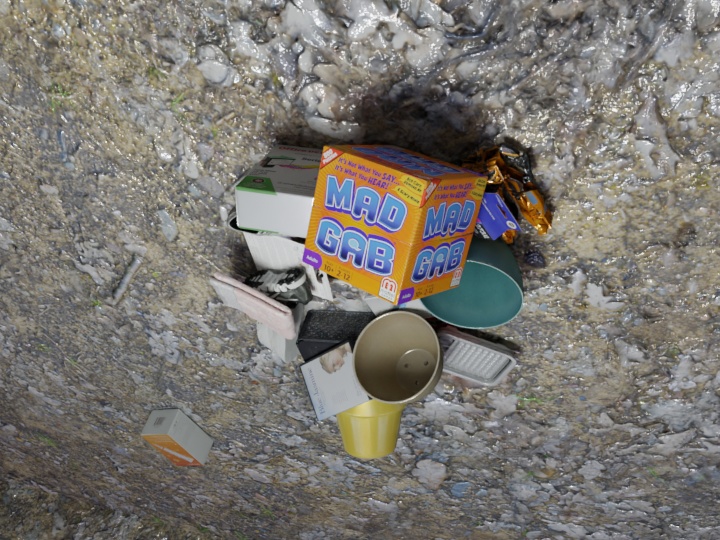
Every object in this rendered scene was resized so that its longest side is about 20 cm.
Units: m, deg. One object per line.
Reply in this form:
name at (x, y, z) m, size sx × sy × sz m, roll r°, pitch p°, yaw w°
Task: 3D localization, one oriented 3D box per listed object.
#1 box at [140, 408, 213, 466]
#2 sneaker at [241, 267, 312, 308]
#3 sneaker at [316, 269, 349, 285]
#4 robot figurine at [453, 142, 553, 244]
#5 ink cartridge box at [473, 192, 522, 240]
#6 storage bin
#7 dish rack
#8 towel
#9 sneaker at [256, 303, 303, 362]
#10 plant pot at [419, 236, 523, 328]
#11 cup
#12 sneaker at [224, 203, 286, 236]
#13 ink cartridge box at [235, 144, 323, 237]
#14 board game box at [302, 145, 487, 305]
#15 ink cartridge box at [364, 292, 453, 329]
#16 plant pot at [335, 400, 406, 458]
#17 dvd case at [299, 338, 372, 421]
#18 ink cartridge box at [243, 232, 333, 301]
box at (-0.600, 0.551, 2.364) m, size 0.124 × 0.098 × 0.200 m, roll -9°, pitch 134°, yaw 29°
sneaker at (-0.177, 0.047, 1.539) m, size 0.200 × 0.066 × 0.091 m, roll -4°, pitch 126°, yaw 42°
sneaker at (0.000, 0.000, 1.513) m, size 0.199 × 0.071 × 0.073 m, roll -5°, pitch 135°, yaw 26°
robot figurine at (0.251, -0.137, 1.265) m, size 0.145 × 0.058 × 0.200 m, roll -17°, pitch 130°, yaw 38°
ink cartridge box at (0.187, -0.102, 1.285) m, size 0.200 × 0.037 × 0.095 m, roll 11°, pitch 149°, yaw 52°
storage bin at (-0.038, 0.175, 1.714) m, size 0.199 × 0.094 × 0.135 m, roll 2°, pitch 138°, yaw 20°
dish rack at (0.246, 0.193, 1.655) m, size 0.200 × 0.044 × 0.172 m, roll 20°, pitch 146°, yaw -1°
towel at (-0.228, 0.080, 1.560) m, size 0.191 × 0.032 × 0.200 m, roll 27°, pitch 164°, yaw 6°
sneaker at (-0.201, 0.113, 1.719) m, size 0.115 × 0.074 × 0.200 m, roll 28°, pitch 123°, yaw 32°
plant pot at (0.216, -0.001, 1.376) m, size 0.200 × 0.135 × 0.200 m, roll 10°, pitch 141°, yaw 9°
cup at (0.102, 0.205, 1.575) m, size 0.200 × 0.201 × 0.143 m, roll -4°, pitch 158°, yaw 25°
sneaker at (-0.158, -0.087, 1.343) m, size 0.199 × 0.082 × 0.075 m, roll 0°, pitch 115°, yaw 16°
ink cartridge box at (-0.117, -0.146, 1.282) m, size 0.144 × 0.200 × 0.084 m, roll 9°, pitch 123°, yaw 12°
board game box at (0.057, -0.085, 1.187) m, size 0.200 × 0.200 × 0.200 m, roll 24°, pitch 111°, yaw 31°
ink cartridge box at (0.136, 0.089, 1.585) m, size 0.200 × 0.045 × 0.176 m, roll -12°, pitch 131°, yaw 32°
plant pot at (0.020, 0.345, 1.751) m, size 0.200 × 0.201 × 0.189 m, roll 3°, pitch 104°, yaw 18°
dvd case at (-0.059, 0.254, 1.654) m, size 0.018 × 0.143 × 0.200 m, roll -9°, pitch 164°, yaw -44°
ink cartridge box at (-0.145, -0.028, 1.520) m, size 0.200 × 0.050 × 0.161 m, roll 16°, pitch 142°, yaw 24°
